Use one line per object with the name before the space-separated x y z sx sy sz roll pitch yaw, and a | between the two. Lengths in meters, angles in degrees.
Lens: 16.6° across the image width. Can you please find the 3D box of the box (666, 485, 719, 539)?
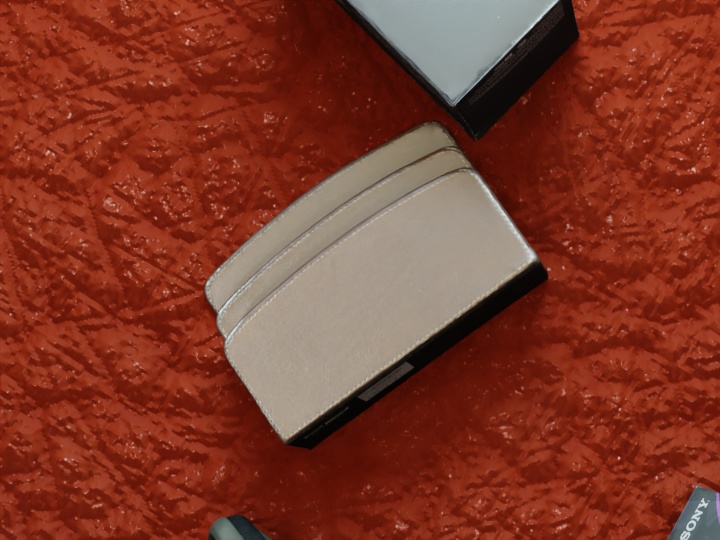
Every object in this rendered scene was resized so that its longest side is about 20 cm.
box | 0.260 0.226 1.519 0.199 0.036 0.143 17 66 38

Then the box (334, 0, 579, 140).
box | 0.033 -0.196 1.568 0.104 0.182 0.200 -45 83 2

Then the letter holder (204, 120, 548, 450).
letter holder | 0.000 0.000 1.600 0.199 0.101 0.143 -35 81 3

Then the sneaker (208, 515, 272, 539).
sneaker | -0.007 0.217 1.603 0.114 0.076 0.199 -39 65 -19
